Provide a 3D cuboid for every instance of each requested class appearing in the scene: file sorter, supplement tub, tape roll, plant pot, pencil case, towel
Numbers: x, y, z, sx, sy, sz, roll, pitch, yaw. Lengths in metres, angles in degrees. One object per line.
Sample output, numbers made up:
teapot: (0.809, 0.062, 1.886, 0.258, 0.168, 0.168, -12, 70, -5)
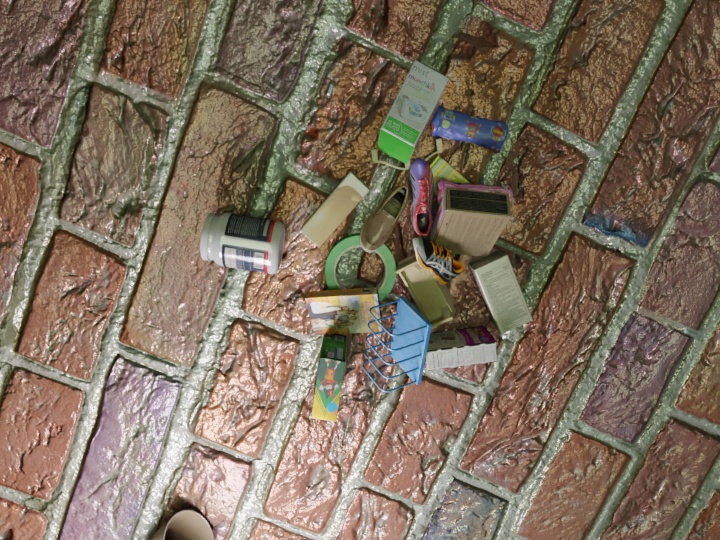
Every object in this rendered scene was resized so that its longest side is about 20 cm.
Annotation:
file sorter: (0.089, 0.199, 1.384, 0.121, 0.139, 0.203, -13, 125, -29)
supplement tub: (-0.304, -0.073, 1.362, 0.197, 0.140, 0.143, 9, 102, -4)
tape roll: (0.000, 0.000, 1.433, 0.197, 0.048, 0.204, 0, 102, -2)
plant pot: (-0.572, 0.846, 1.548, 0.199, 0.188, 0.188, -33, 102, 20)
pencil case: (0.280, -0.364, 1.344, 0.197, 0.087, 0.079, 14, 106, -3)
pencil case: (0.297, -0.194, 1.366, 0.197, 0.083, 0.088, 3, 108, 0)
towel: (0.256, -0.216, 1.411, 0.199, 0.018, 0.086, 39, 104, -10)

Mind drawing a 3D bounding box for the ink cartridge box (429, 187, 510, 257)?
ink cartridge box: (0.276, -0.120, 1.342, 0.162, 0.201, 0.076, 7, 62, -3)

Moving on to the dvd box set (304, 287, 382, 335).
dvd box set: (-0.043, 0.114, 1.424, 0.197, 0.030, 0.148, -3, 130, 7)

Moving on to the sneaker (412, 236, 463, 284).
sneaker: (0.201, -0.036, 1.362, 0.077, 0.079, 0.199, -24, 142, 27)

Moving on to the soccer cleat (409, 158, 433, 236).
soccer cleat: (0.164, -0.190, 1.372, 0.066, 0.077, 0.203, -3, 111, 0)

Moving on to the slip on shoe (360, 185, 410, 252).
slip on shoe: (0.067, -0.139, 1.370, 0.076, 0.061, 0.201, 38, 82, -1)

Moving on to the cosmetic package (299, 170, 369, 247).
cosmetic package: (-0.067, -0.163, 1.369, 0.071, 0.105, 0.200, 41, 100, -9)

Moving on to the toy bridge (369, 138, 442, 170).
toy bridge: (0.121, -0.302, 1.382, 0.197, 0.027, 0.068, -10, 103, 1)

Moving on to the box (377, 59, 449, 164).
box: (0.120, -0.376, 1.262, 0.096, 0.200, 0.178, 28, 89, 0)

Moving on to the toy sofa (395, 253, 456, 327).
toy sofa: (0.183, 0.049, 1.437, 0.082, 0.098, 0.202, -26, 103, 23)

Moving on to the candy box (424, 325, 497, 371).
candy box: (0.265, 0.214, 1.442, 0.197, 0.136, 0.062, -7, 102, 1)

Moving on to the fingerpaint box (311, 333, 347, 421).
fingerpaint box: (-0.084, 0.283, 1.415, 0.072, 0.200, 0.170, 9, 103, -2)

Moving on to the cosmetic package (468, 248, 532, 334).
cosmetic package: (0.385, 0.057, 1.436, 0.102, 0.087, 0.202, -23, 103, 5)
